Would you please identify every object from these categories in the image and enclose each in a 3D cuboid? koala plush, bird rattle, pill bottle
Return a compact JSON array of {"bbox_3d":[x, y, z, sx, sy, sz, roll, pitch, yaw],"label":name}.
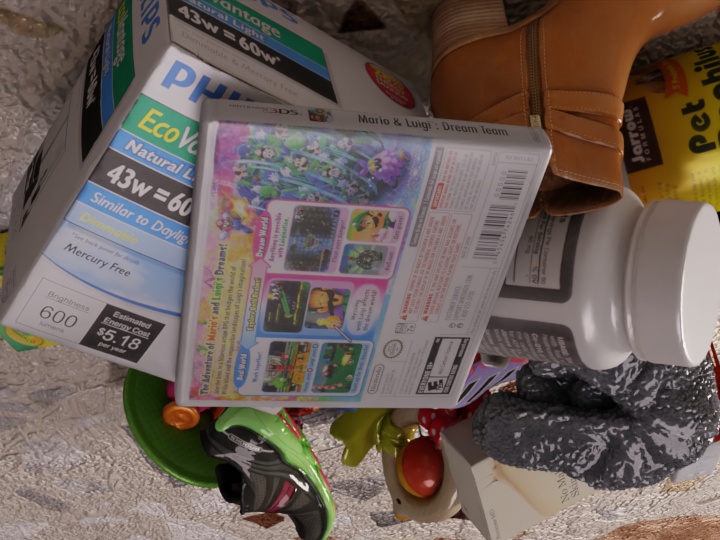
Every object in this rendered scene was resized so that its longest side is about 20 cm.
[{"bbox_3d":[0.211,0.068,0.806,0.181,0.200,0.180,19,116,12],"label":"koala plush"},{"bbox_3d":[0.074,0.182,1.014,0.198,0.166,0.112,-23,163,40],"label":"bird rattle"},{"bbox_3d":[0.222,-0.091,0.654,0.196,0.111,0.110,-16,146,14],"label":"pill bottle"},{"bbox_3d":[0.119,0.001,0.607,0.197,0.116,0.114,6,157,33],"label":"pill bottle"}]

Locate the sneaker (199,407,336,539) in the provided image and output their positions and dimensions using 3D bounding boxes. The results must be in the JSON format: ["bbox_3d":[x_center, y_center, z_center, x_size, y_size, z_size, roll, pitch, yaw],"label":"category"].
[{"bbox_3d":[-0.080,0.175,0.827,0.083,0.077,0.202,-28,132,-3],"label":"sneaker"}]

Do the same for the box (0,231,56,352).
[{"bbox_3d":[-0.243,0.011,0.790,0.196,0.049,0.118,-9,147,7],"label":"box"}]

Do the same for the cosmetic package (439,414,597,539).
[{"bbox_3d":[0.188,0.171,0.937,0.197,0.073,0.105,-25,115,-13],"label":"cosmetic package"}]

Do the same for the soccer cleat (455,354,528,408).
[{"bbox_3d":[0.135,0.081,0.913,0.197,0.068,0.077,-9,155,-31],"label":"soccer cleat"}]

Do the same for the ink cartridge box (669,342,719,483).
[{"bbox_3d":[0.291,0.092,0.882,0.046,0.163,0.201,-14,152,7],"label":"ink cartridge box"}]

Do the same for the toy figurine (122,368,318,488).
[{"bbox_3d":[-0.085,0.095,0.863,0.198,0.152,0.184,31,125,-25],"label":"toy figurine"}]

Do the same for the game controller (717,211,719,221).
[{"bbox_3d":[0.322,-0.033,0.780,0.102,0.043,0.200,-12,163,10],"label":"game controller"}]

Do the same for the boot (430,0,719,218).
[{"bbox_3d":[0.140,-0.110,0.568,0.196,0.157,0.074,-14,147,11],"label":"boot"}]

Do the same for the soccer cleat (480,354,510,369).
[{"bbox_3d":[0.115,0.014,0.809,0.067,0.086,0.201,10,154,18],"label":"soccer cleat"}]

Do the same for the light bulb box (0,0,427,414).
[{"bbox_3d":[-0.082,-0.045,0.572,0.196,0.126,0.201,23,122,-31],"label":"light bulb box"}]

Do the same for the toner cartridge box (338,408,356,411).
[{"bbox_3d":[0.001,0.071,0.925,0.093,0.044,0.200,11,143,-27],"label":"toner cartridge box"}]

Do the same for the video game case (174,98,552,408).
[{"bbox_3d":[-0.007,0.003,0.529,0.178,0.024,0.202,3,131,-14],"label":"video game case"}]
